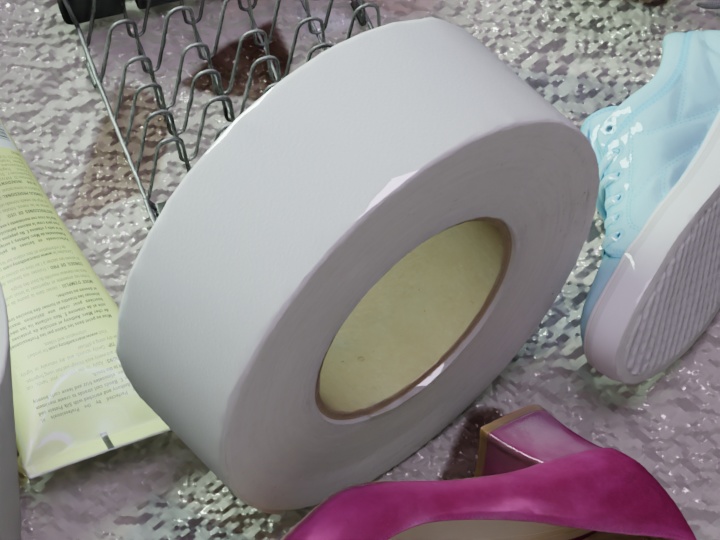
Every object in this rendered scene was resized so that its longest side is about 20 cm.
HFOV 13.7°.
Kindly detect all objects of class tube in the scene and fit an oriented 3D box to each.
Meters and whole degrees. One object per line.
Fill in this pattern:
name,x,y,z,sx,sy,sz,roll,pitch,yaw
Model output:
tube,-0.149,0.000,1.286,0.058,0.052,0.200,-40,61,13

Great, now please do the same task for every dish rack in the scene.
dish rack,-0.046,-0.086,1.352,0.153,0.055,0.200,-15,56,-13

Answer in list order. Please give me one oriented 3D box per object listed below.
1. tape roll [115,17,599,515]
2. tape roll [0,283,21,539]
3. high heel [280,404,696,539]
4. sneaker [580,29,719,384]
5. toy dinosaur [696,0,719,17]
tape roll,0.000,0.000,1.199,0.202,0.203,0.071,-34,62,-25
tape roll,-0.234,0.067,1.170,0.202,0.139,0.203,1,53,-2
high heel,0.038,0.126,1.190,0.200,0.067,0.096,-25,47,-36
sneaker,0.127,-0.031,1.320,0.082,0.074,0.200,13,47,25
toy dinosaur,0.268,-0.125,1.389,0.200,0.077,0.102,-18,63,-13
